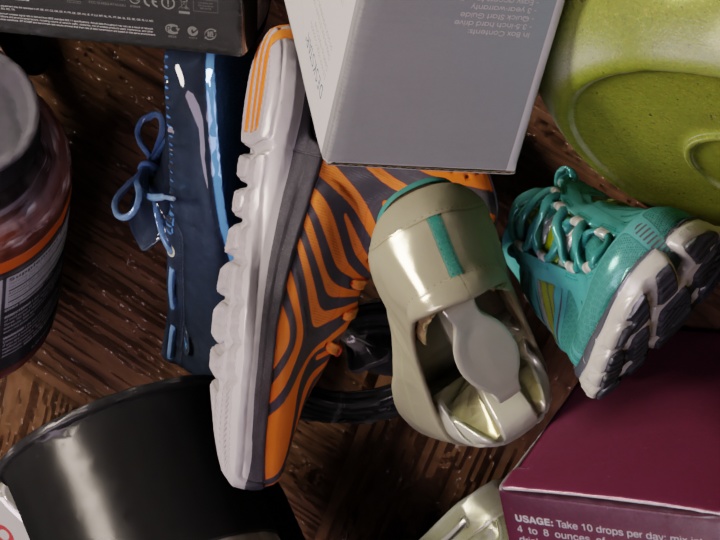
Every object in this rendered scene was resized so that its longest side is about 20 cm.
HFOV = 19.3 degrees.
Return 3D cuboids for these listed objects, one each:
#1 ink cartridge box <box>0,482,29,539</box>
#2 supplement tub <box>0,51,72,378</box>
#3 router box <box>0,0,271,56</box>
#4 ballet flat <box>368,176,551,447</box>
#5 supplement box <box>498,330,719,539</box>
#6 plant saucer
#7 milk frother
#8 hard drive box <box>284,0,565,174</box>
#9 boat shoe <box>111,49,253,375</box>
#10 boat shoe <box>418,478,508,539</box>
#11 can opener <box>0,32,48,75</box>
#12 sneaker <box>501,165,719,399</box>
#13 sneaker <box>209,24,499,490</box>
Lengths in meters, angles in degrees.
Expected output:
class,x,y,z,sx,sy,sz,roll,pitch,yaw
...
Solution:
class,x,y,z,sx,sy,sz,roll,pitch,yaw
ink cartridge box,-0.169,0.194,1.195,0.145,0.083,0.200,43,134,1
supplement tub,-0.192,-0.028,1.008,0.107,0.107,0.200,36,152,8
router box,-0.138,-0.179,0.895,0.200,0.062,0.150,7,125,8
ballet flat,0.046,0.037,0.874,0.069,0.070,0.200,19,158,23
supplement box,0.144,0.143,0.918,0.103,0.131,0.200,4,122,30
plant saucer,0.149,-0.048,0.778,0.200,0.031,0.200,21,164,6
milk frother,-0.035,0.133,0.963,0.200,0.180,0.188,-36,70,38
hard drive box,0.027,-0.161,0.766,0.077,0.156,0.200,2,131,-14
boat shoe,-0.080,-0.022,0.987,0.069,0.084,0.200,7,122,16
boat shoe,0.033,0.169,1.065,0.200,0.072,0.062,-42,67,40
can opener,-0.204,-0.168,0.985,0.079,0.063,0.200,11,128,47
sneaker,0.089,0.000,0.835,0.080,0.078,0.200,44,176,0
sneaker,0.000,0.000,0.902,0.112,0.078,0.200,8,95,-14
